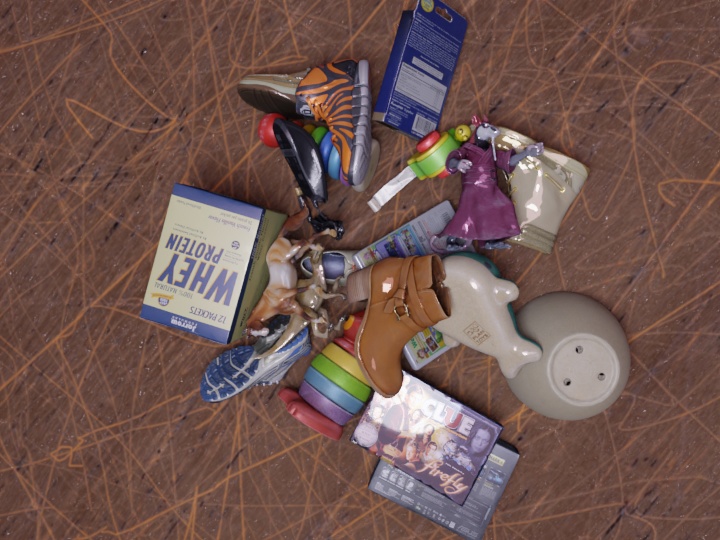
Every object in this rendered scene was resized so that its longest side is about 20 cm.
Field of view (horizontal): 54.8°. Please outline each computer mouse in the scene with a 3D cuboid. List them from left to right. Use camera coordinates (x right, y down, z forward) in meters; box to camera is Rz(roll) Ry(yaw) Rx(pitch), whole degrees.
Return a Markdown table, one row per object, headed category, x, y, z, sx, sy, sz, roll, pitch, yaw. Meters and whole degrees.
| category | x | y | z | sx | sy | sz | roll | pitch | yaw |
| --- | --- | --- | --- | --- | --- | --- | --- | --- | --- |
| computer mouse | -0.078 | -0.144 | 1.070 | 0.046 | 0.140 | 0.202 | -30 | 102 | -14 |

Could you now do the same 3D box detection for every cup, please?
| category | x | y | z | sx | sy | sz | roll | pitch | yaw |
| --- | --- | --- | --- | --- | --- | --- | --- | --- | --- |
| cup | 0.316 | 0.136 | 1.038 | 0.197 | 0.143 | 0.203 | 0 | 91 | 6 |

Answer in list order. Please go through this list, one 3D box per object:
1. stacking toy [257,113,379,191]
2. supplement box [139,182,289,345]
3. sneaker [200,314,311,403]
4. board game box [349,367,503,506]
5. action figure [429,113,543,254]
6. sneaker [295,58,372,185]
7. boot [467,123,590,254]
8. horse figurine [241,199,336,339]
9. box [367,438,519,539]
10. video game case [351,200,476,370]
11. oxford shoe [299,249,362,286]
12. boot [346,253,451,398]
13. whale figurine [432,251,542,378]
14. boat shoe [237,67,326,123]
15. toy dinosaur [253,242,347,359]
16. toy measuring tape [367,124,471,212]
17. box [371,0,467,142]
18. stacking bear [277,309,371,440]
| category | x | y | z | sx | sy | sz | roll | pitch | yaw |
| --- | --- | --- | --- | --- | --- | --- | --- | --- | --- |
| stacking toy | -0.073 | -0.195 | 1.103 | 0.198 | 0.085 | 0.086 | 20 | 93 | 11 |
| supplement box | -0.212 | -0.012 | 1.055 | 0.132 | 0.200 | 0.203 | 16 | 93 | 4 |
| sneaker | -0.159 | 0.157 | 1.107 | 0.199 | 0.086 | 0.077 | -32 | 50 | -4 |
| board game box | 0.100 | 0.248 | 1.067 | 0.198 | 0.035 | 0.137 | 28 | 91 | 6 |
| action figure | 0.181 | -0.129 | 1.028 | 0.132 | 0.149 | 0.203 | 3 | 82 | -15 |
| sneaker | -0.041 | -0.217 | 1.026 | 0.110 | 0.078 | 0.203 | -1 | 68 | 7 |
| boot | 0.234 | -0.127 | 1.076 | 0.198 | 0.073 | 0.157 | 24 | 95 | 2 |
| horse figurine | -0.102 | 0.002 | 1.022 | 0.131 | 0.050 | 0.203 | -5 | 74 | 34 |
| box | 0.131 | 0.314 | 1.106 | 0.198 | 0.051 | 0.159 | 24 | 94 | 5 |
| video game case | 0.109 | 0.021 | 1.080 | 0.181 | 0.022 | 0.202 | -30 | 93 | -15 |
| oxford shoe | 0.000 | 0.000 | 1.098 | 0.197 | 0.074 | 0.072 | -1 | 91 | 5 |
| boot | 0.064 | 0.079 | 0.986 | 0.153 | 0.073 | 0.203 | -14 | 94 | 36 |
| whale figurine | 0.181 | 0.059 | 1.017 | 0.200 | 0.104 | 0.159 | 45 | 130 | 4 |
| boat shoe | -0.095 | -0.287 | 1.111 | 0.197 | 0.072 | 0.077 | 13 | 72 | 1 |
| toy dinosaur | -0.077 | 0.063 | 1.061 | 0.100 | 0.058 | 0.202 | 26 | 91 | 20 |
| toy measuring tape | 0.090 | -0.154 | 1.073 | 0.199 | 0.074 | 0.074 | -38 | 88 | 14 |
| box | 0.094 | -0.308 | 1.065 | 0.032 | 0.120 | 0.203 | 21 | 95 | 46 |
| stacking bear | -0.024 | 0.151 | 1.091 | 0.113 | 0.121 | 0.201 | 35 | 85 | -17 |
